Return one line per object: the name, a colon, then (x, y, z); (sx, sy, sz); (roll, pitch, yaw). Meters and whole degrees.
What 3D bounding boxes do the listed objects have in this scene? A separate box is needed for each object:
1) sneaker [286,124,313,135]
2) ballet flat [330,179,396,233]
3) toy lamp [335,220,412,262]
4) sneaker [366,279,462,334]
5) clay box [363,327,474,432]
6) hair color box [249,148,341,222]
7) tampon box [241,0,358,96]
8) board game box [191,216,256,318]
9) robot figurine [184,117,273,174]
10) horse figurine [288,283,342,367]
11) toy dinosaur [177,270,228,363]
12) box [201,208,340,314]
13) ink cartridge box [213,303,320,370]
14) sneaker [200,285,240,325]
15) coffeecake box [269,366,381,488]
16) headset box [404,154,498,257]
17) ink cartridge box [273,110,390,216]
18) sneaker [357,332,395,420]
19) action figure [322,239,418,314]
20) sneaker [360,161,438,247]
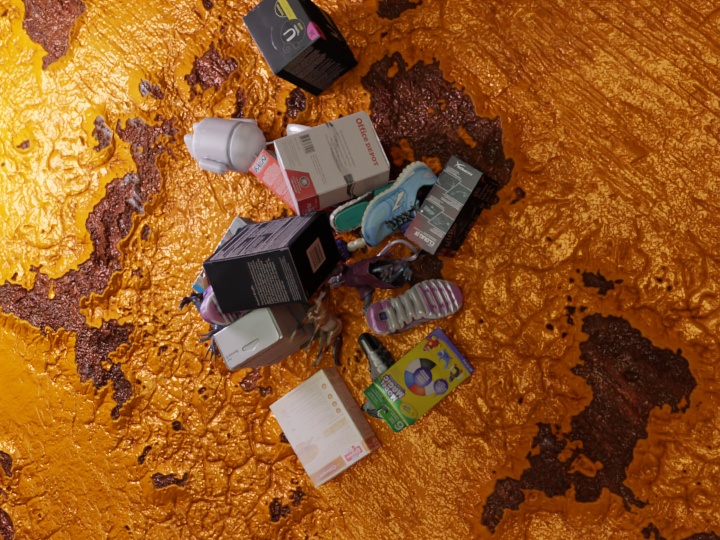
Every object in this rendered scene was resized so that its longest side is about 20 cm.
sneaker: (-0.088, -0.239, 1.690); (0.199, 0.074, 0.116); (21, 93, 20)
ballet flat: (0.025, -0.140, 1.637); (0.199, 0.072, 0.072); (-21, 80, -6)
toy lamp: (0.043, -0.074, 1.642); (0.199, 0.058, 0.058); (-23, 80, 22)
sneaker: (0.109, 0.080, 1.594); (0.199, 0.089, 0.081); (-18, 72, -2)
clay box: (0.114, 0.220, 1.559); (0.200, 0.048, 0.115); (-39, 85, -9)
hair color box: (-0.136, -0.174, 1.692); (0.200, 0.101, 0.061); (43, 103, 19)
tampon box: (-0.123, -0.480, 1.643); (0.126, 0.200, 0.150); (-35, 77, 17)
board game box: (-0.264, 0.002, 1.760); (0.147, 0.064, 0.200); (39, 104, 18)
robot figurine: (-0.294, -0.280, 1.752); (0.199, 0.113, 0.170); (11, 58, 23)
horse figurine: (-0.079, 0.125, 1.630); (0.050, 0.200, 0.133); (17, 67, 30)
toy dinosaur: (-0.303, 0.108, 1.698); (0.181, 0.105, 0.201); (28, 87, 0)
box: (-0.172, -0.018, 1.569); (0.197, 0.200, 0.124); (-8, 112, 24)
ink cartridge box: (-0.189, 0.136, 1.651); (0.145, 0.200, 0.088); (-32, 78, 19)
sneaker: (-0.292, 0.060, 1.635); (0.088, 0.200, 0.081); (-13, 108, 19)
coffeecake box: (-0.075, 0.332, 1.667); (0.153, 0.073, 0.201); (-36, 76, 17)
headset box: (0.176, -0.113, 1.538); (0.077, 0.149, 0.201); (36, 102, 19)
ink cartridge box: (-0.057, -0.215, 1.581); (0.199, 0.083, 0.147); (-19, 71, -7)
sneaker: (0.030, 0.237, 1.628); (0.115, 0.075, 0.200); (-41, 75, 18)
action figure: (0.000, 0.000, 1.631); (0.199, 0.134, 0.149); (-8, 50, 46)
sneaker: (0.082, -0.124, 1.558); (0.200, 0.078, 0.090); (-49, 54, 1)
